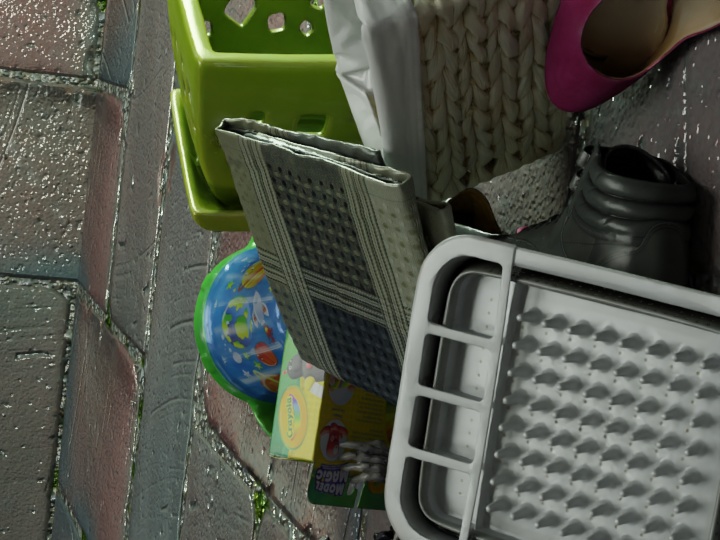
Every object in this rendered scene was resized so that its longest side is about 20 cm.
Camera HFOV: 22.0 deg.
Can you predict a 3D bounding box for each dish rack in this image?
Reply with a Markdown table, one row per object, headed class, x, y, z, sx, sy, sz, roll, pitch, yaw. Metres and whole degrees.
| class | x | y | z | sx | sy | sz | roll | pitch | yaw |
| --- | --- | --- | --- | --- | --- | --- | --- | --- | --- |
| dish rack | 0.112 | 0.081 | 0.937 | 0.199 | 0.043 | 0.173 | 15 | 100 | 33 |

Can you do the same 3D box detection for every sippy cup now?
| class | x | y | z | sx | sy | sz | roll | pitch | yaw |
| --- | --- | --- | --- | --- | --- | --- | --- | --- | --- |
| sippy cup | -0.050 | 0.039 | 1.501 | 0.179 | 0.139 | 0.130 | 58 | 152 | -9 |

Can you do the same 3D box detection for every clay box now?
| class | x | y | z | sx | sy | sz | roll | pitch | yaw |
| --- | --- | --- | --- | --- | --- | --- | --- | --- | --- |
| clay box | -0.006 | 0.068 | 1.326 | 0.047 | 0.115 | 0.202 | 6 | 84 | 37 |

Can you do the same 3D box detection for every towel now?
| class | x | y | z | sx | sy | sz | roll | pitch | yaw |
| --- | --- | --- | --- | --- | --- | --- | --- | --- | --- |
| towel | 0.000 | 0.000 | 1.162 | 0.192 | 0.034 | 0.201 | 22 | 139 | 47 |

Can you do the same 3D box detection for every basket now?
| class | x | y | z | sx | sy | sz | roll | pitch | yaw |
| --- | --- | --- | --- | --- | --- | --- | --- | --- | --- |
| basket | 0.049 | -0.149 | 1.102 | 0.200 | 0.122 | 0.136 | 79 | 172 | -59 |

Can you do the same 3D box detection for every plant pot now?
| class | x | y | z | sx | sy | sz | roll | pitch | yaw |
| --- | --- | --- | --- | --- | --- | --- | --- | --- | --- |
| plant pot | -0.052 | -0.142 | 1.442 | 0.201 | 0.197 | 0.183 | -107 | 21 | -49 |

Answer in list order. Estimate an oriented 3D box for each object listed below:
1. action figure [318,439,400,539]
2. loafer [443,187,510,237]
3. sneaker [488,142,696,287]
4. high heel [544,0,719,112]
| class | x | y | z | sx | sy | sz | roll | pitch | yaw |
| --- | --- | --- | --- | --- | --- | --- | --- | --- | --- |
| action figure | 0.022 | 0.167 | 1.257 | 0.201 | 0.101 | 0.119 | 114 | 168 | -46 |
| loafer | 0.067 | -0.021 | 1.233 | 0.200 | 0.072 | 0.073 | 46 | 120 | 56 |
| sneaker | 0.128 | -0.024 | 1.030 | 0.200 | 0.070 | 0.100 | -155 | 72 | -66 |
| high heel | 0.155 | -0.126 | 0.970 | 0.200 | 0.067 | 0.096 | -46 | 30 | 44 |
